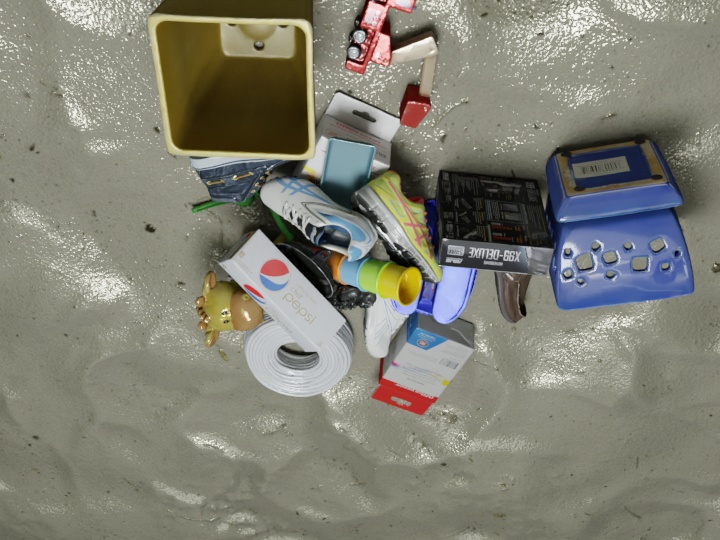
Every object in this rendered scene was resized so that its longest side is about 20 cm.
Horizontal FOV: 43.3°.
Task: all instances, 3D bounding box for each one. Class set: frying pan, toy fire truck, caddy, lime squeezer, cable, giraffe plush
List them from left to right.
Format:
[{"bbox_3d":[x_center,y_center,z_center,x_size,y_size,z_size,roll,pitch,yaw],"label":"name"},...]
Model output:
[{"bbox_3d":[-0.187,0.039,1.459,0.199,0.162,0.173,-16,101,35],"label":"giraffe plush"},{"bbox_3d":[-0.174,-0.099,1.439,0.199,0.071,0.038,17,178,27],"label":"lime squeezer"},{"bbox_3d":[-0.113,0.139,1.628,0.200,0.069,0.200,-30,122,26],"label":"cable"},{"bbox_3d":[-0.082,-0.021,1.343,0.115,0.031,0.190,35,156,14],"label":"frying pan"},{"bbox_3d":[0.054,-0.306,1.252,0.140,0.049,0.200,17,129,-10],"label":"toy fire truck"},{"bbox_3d":[0.120,-0.013,1.456,0.141,0.105,0.201,13,112,4],"label":"caddy"}]

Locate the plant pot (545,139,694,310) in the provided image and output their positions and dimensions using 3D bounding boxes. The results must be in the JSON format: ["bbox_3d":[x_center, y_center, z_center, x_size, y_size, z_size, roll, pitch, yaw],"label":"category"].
[{"bbox_3d":[0.369,-0.076,1.336,0.199,0.200,0.180,-8,123,10],"label":"plant pot"}]

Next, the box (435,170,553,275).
[{"bbox_3d":[0.192,-0.074,1.341,0.157,0.200,0.050,5,125,-1],"label":"box"}]

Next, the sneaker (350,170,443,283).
[{"bbox_3d":[0.075,-0.064,1.348,0.078,0.090,0.200,12,145,55],"label":"sneaker"}]

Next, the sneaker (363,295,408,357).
[{"bbox_3d":[0.046,0.075,1.565,0.087,0.075,0.201,-1,131,-1],"label":"sneaker"}]

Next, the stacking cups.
[{"bbox_3d":[0.000,0.000,1.379,0.199,0.061,0.061,18,143,40],"label":"stacking cups"}]

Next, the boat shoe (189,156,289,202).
[{"bbox_3d":[-0.155,-0.162,1.381,0.199,0.071,0.091,-7,131,19],"label":"boat shoe"}]

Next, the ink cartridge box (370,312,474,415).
[{"bbox_3d":[0.108,0.165,1.636,0.116,0.067,0.200,21,128,-13],"label":"ink cartridge box"}]

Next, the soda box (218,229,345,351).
[{"bbox_3d":[-0.119,0.033,1.385,0.200,0.068,0.064,47,158,-15],"label":"soda box"}]

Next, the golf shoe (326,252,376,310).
[{"bbox_3d":[-0.027,0.016,1.502,0.077,0.095,0.200,12,169,-29],"label":"golf shoe"}]

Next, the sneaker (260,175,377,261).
[{"bbox_3d":[-0.070,-0.078,1.324,0.199,0.072,0.072,28,135,21],"label":"sneaker"}]

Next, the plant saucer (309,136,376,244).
[{"bbox_3d":[-0.028,-0.113,1.352,0.070,0.019,0.201,10,131,-4],"label":"plant saucer"}]

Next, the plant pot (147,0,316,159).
[{"bbox_3d":[-0.149,-0.283,1.186,0.194,0.200,0.195,2,131,1],"label":"plant pot"}]

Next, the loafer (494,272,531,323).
[{"bbox_3d":[0.255,0.006,1.486,0.071,0.073,0.201,-8,129,12],"label":"loafer"}]

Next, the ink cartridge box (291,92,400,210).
[{"bbox_3d":[-0.030,-0.155,1.373,0.115,0.068,0.200,21,129,-14],"label":"ink cartridge box"}]
